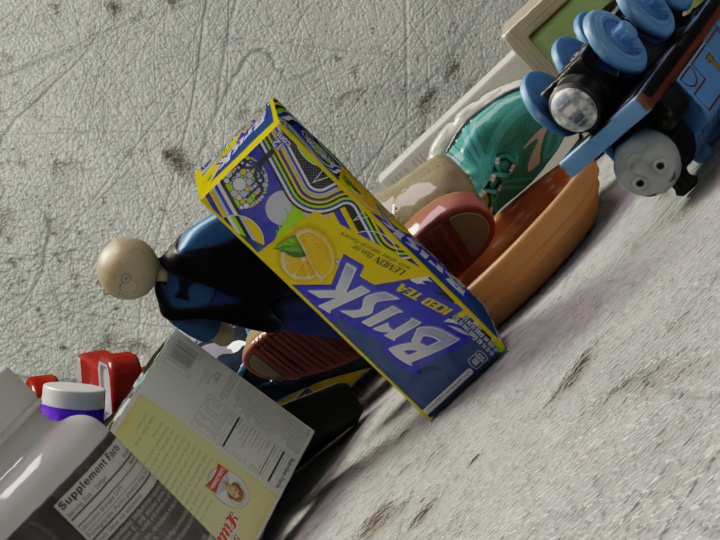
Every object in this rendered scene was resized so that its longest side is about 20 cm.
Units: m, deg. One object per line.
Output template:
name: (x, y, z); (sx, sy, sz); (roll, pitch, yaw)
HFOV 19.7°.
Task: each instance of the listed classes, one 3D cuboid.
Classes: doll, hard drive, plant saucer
doll: (-0.067, 0.005, 1.310); (0.049, 0.199, 0.137); (-90, 10, -45)
hard drive: (-0.102, 0.155, 1.472); (0.200, 0.033, 0.139); (-40, -13, 34)
plant saucer: (0.092, 0.000, 1.405); (0.200, 0.037, 0.200); (-44, 5, 5)

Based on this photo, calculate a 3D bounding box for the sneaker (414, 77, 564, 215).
sneaker: (0.075, -0.048, 1.452); (0.200, 0.077, 0.080); (-46, 25, 9)

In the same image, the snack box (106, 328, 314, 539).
snack box: (-0.113, 0.137, 1.283); (0.037, 0.116, 0.200); (-47, 9, 39)

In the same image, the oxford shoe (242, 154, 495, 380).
oxford shoe: (0.000, 0.000, 1.395); (0.200, 0.070, 0.075); (-34, 46, 13)

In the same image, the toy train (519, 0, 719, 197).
toy train: (0.174, -0.114, 1.239); (0.087, 0.114, 0.200); (-44, 3, 35)

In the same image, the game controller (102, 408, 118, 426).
game controller: (-0.171, 0.133, 1.457); (0.200, 0.042, 0.104); (-40, 33, -19)

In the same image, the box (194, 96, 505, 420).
box: (-0.005, -0.006, 1.246); (0.070, 0.200, 0.064); (-43, 19, 9)

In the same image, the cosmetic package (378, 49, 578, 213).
cosmetic package: (0.120, -0.103, 1.658); (0.200, 0.108, 0.085); (-42, 4, 3)

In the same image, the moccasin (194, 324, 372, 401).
moccasin: (-0.051, 0.046, 1.526); (0.199, 0.081, 0.068); (-20, -24, 11)

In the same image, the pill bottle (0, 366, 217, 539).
pill bottle: (-0.154, 0.151, 1.140); (0.111, 0.200, 0.111); (-44, 4, 4)

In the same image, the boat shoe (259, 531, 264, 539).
boat shoe: (-0.160, 0.193, 1.386); (0.200, 0.091, 0.071); (-41, 33, 26)

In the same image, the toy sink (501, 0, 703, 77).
toy sink: (0.217, -0.194, 1.503); (0.200, 0.130, 0.112); (-42, 5, 11)

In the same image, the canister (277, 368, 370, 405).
canister: (-0.050, 0.078, 1.635); (0.200, 0.087, 0.149); (-46, 5, -11)

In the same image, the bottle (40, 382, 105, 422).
bottle: (-0.220, 0.185, 1.533); (0.065, 0.083, 0.201); (13, 97, 62)

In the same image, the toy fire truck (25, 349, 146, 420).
toy fire truck: (-0.196, 0.160, 1.627); (0.111, 0.201, 0.168); (-4, 4, -17)
